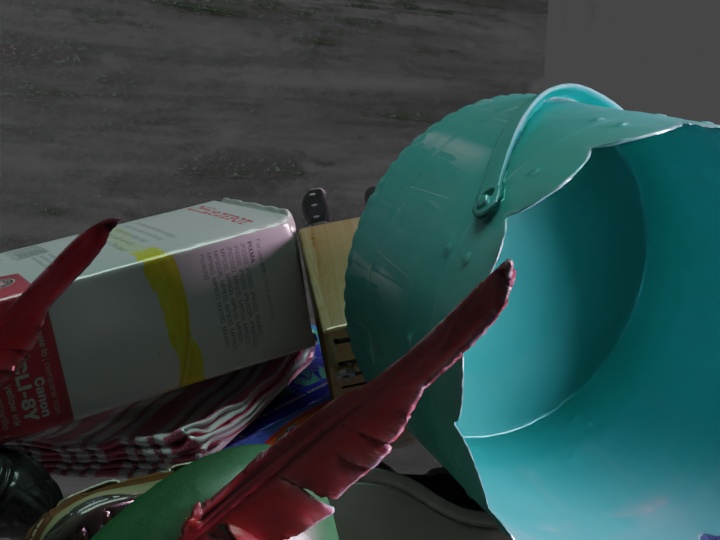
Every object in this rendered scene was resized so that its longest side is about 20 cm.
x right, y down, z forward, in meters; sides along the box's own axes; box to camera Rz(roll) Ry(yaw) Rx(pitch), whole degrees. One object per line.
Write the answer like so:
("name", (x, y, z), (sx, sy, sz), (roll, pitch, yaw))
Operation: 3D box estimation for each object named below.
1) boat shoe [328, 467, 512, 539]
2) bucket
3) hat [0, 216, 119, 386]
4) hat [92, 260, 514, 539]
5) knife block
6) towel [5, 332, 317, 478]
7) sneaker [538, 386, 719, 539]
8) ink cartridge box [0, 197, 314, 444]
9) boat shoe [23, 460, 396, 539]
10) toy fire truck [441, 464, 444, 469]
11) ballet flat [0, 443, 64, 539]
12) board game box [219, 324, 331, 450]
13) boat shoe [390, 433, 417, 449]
("boat shoe", (0.039, 0.129, 0.666), (0.198, 0.075, 0.060), (5, 4, -11))
("bucket", (0.098, 0.019, 0.613), (0.205, 0.209, 0.135), (0, 17, -27))
("hat", (-0.241, 0.062, 0.644), (0.164, 0.178, 0.199), (5, 6, 31))
("hat", (-0.054, 0.075, 0.524), (0.198, 0.178, 0.166), (3, 4, -1))
("knife block", (0.000, 0.000, 0.782), (0.063, 0.177, 0.200), (-12, -23, -3))
("towel", (-0.140, 0.078, 0.859), (0.198, 0.030, 0.146), (-4, 22, 31))
("sneaker", (0.157, 0.127, 0.748), (0.199, 0.090, 0.079), (24, 10, 6))
("ink cartridge box", (-0.145, 0.023, 0.828), (0.198, 0.084, 0.145), (-17, 14, -21))
("boat shoe", (-0.072, 0.123, 0.679), (0.198, 0.076, 0.074), (0, 1, -33))
("toy fire truck", (0.120, 0.044, 0.830), (0.174, 0.130, 0.200), (5, -32, 23))
("ballet flat", (-0.236, 0.123, 0.801), (0.199, 0.067, 0.057), (11, -31, 52))
("board game box", (-0.082, 0.086, 0.906), (0.151, 0.045, 0.199), (-26, 21, -26))
("boat shoe", (-0.036, 0.091, 1.031), (0.198, 0.072, 0.060), (0, 32, 17))
